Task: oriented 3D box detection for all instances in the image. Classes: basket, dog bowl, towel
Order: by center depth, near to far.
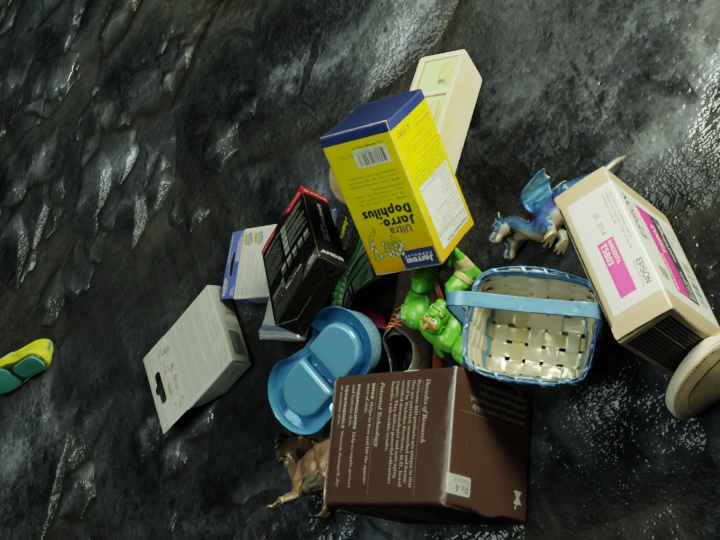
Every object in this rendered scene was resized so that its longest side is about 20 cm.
[{"bbox_3d":[0.194,0.062,1.379,0.174,0.200,0.141,7,80,13],"label":"basket"},{"bbox_3d":[-0.046,0.135,1.637,0.112,0.049,0.201,47,115,19],"label":"dog bowl"},{"bbox_3d":[-0.094,0.008,1.755,0.146,0.024,0.202,-1,72,62],"label":"towel"}]

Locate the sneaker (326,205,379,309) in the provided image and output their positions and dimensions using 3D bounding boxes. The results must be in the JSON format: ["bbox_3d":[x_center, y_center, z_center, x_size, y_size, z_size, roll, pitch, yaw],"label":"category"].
[{"bbox_3d":[0.000,0.000,1.664,0.078,0.084,0.201,-98,21,-49],"label":"sneaker"}]

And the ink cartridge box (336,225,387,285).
[{"bbox_3d":[0.046,-0.053,1.715,0.199,0.039,0.100,-29,55,33],"label":"ink cartridge box"}]

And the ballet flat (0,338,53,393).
[{"bbox_3d":[-0.664,0.183,2.305,0.199,0.067,0.067,-25,36,32],"label":"ballet flat"}]

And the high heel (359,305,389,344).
[{"bbox_3d":[-0.030,0.138,1.671,0.201,0.067,0.096,-58,12,6],"label":"high heel"}]

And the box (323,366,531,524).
[{"bbox_3d":[0.084,0.222,1.476,0.199,0.165,0.166,-10,66,41],"label":"box"}]

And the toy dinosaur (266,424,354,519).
[{"bbox_3d":[-0.055,0.267,1.659,0.198,0.086,0.137,-18,55,32],"label":"toy dinosaur"}]

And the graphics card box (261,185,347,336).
[{"bbox_3d":[-0.082,-0.016,1.659,0.126,0.050,0.201,-57,24,21],"label":"graphics card box"}]

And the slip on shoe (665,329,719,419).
[{"bbox_3d":[0.414,0.096,1.275,0.200,0.076,0.061,-44,42,13],"label":"slip on shoe"}]

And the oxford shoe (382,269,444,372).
[{"bbox_3d":[0.069,0.072,1.617,0.071,0.072,0.202,-23,59,36],"label":"oxford shoe"}]

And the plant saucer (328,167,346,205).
[{"bbox_3d":[0.045,-0.164,1.727,0.198,0.030,0.202,-21,44,22],"label":"plant saucer"}]

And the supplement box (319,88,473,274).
[{"bbox_3d":[0.049,-0.113,1.537,0.109,0.202,0.109,-10,23,35],"label":"supplement box"}]

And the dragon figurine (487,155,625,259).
[{"bbox_3d":[0.244,-0.089,1.521,0.201,0.059,0.100,-56,45,14],"label":"dragon figurine"}]

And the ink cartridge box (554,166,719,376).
[{"bbox_3d":[0.317,0.004,1.335,0.075,0.164,0.202,-34,54,24],"label":"ink cartridge box"}]

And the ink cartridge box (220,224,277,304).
[{"bbox_3d":[-0.135,-0.011,1.874,0.198,0.042,0.121,-5,71,40],"label":"ink cartridge box"}]

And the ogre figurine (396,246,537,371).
[{"bbox_3d":[0.132,0.053,1.548,0.199,0.098,0.120,38,83,16],"label":"ogre figurine"}]

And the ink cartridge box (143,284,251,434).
[{"bbox_3d":[-0.268,0.147,1.942,0.200,0.057,0.163,-49,46,30],"label":"ink cartridge box"}]

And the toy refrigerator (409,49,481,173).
[{"bbox_3d":[0.102,-0.210,1.651,0.075,0.070,0.202,-5,52,33],"label":"toy refrigerator"}]
